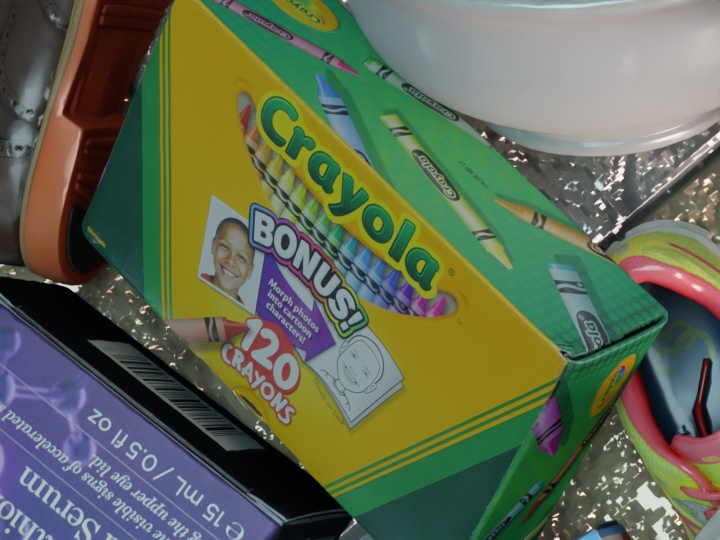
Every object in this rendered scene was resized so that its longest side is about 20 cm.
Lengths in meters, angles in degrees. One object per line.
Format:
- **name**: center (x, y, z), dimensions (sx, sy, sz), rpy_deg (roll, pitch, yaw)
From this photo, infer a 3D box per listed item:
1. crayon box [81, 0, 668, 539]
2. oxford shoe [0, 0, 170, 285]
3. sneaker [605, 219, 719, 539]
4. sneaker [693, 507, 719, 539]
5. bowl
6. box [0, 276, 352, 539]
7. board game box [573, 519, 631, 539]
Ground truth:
- **crayon box**: center (0.000, 0.000, 1.014), dimensions (0.200, 0.058, 0.119), rpy_deg (45, 130, 23)
- **oxford shoe**: center (-0.114, -0.099, 1.087), dimensions (0.072, 0.071, 0.201), rpy_deg (14, 90, 21)
- **sneaker**: center (0.135, 0.073, 1.002), dimensions (0.078, 0.090, 0.200), rpy_deg (-36, 81, 8)
- **sneaker**: center (0.107, 0.170, 0.910), dimensions (0.077, 0.146, 0.203), rpy_deg (27, 100, -13)
- **bowl**: center (0.081, -0.101, 0.997), dimensions (0.200, 0.201, 0.091), rpy_deg (3, 124, 15)
- **box**: center (-0.123, 0.124, 1.058), dimensions (0.148, 0.104, 0.200), rpy_deg (36, 96, 13)
- **board game box**: center (0.056, 0.223, 1.031), dimensions (0.196, 0.056, 0.200), rpy_deg (-33, 80, 11)
